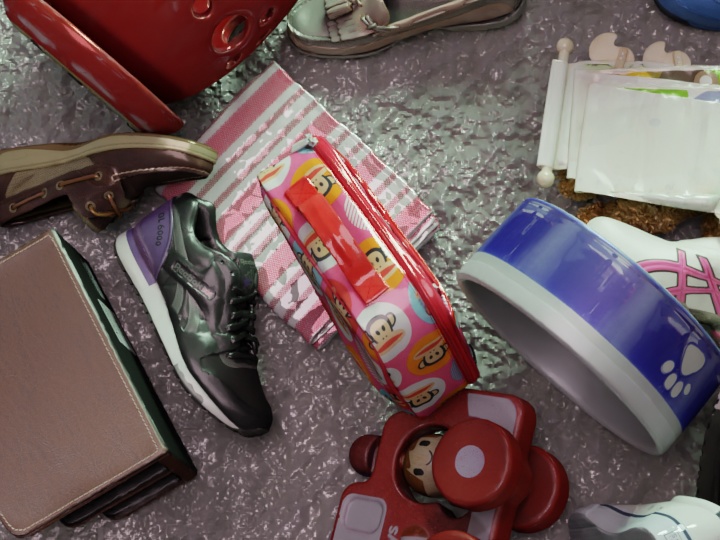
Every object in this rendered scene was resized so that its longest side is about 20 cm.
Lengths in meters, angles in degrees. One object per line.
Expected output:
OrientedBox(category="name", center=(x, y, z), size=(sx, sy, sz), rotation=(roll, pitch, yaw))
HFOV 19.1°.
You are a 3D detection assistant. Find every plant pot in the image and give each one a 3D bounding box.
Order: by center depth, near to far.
OrientedBox(category="plant pot", center=(-0.171, -0.223, 1.687), size=(0.200, 0.200, 0.183), rotation=(41, 89, 16))

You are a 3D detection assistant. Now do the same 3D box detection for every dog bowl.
OrientedBox(category="dog bowl", center=(0.169, 0.041, 1.566), size=(0.200, 0.200, 0.079), rotation=(41, 83, 16))

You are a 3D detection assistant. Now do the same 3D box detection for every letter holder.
OrientedBox(category="letter holder", center=(-0.241, 0.098, 1.649), size=(0.142, 0.101, 0.201), rotation=(-30, 73, 0))

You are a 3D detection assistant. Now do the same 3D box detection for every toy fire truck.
OrientedBox(category="toy fire truck", center=(0.053, 0.185, 1.598), size=(0.167, 0.112, 0.201), rotation=(6, 77, 31))

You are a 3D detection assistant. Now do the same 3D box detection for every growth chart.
OrientedBox(category="growth chart", center=(0.230, -0.105, 1.625), size=(0.199, 0.018, 0.146), rotation=(14, 70, 15))

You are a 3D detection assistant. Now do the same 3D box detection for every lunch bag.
OrientedBox(category="lunch bag", center=(0.000, 0.000, 1.570), size=(0.082, 0.176, 0.200), rotation=(-34, 59, -1))

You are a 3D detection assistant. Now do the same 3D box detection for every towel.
OrientedBox(category="towel", center=(-0.052, -0.053, 1.712), size=(0.146, 0.030, 0.200), rotation=(-45, 73, -4))

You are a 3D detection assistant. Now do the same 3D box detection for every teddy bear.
OrientedBox(category="teddy bear", center=(0.248, -0.077, 1.658), size=(0.198, 0.067, 0.146), rotation=(-1, 77, 8))

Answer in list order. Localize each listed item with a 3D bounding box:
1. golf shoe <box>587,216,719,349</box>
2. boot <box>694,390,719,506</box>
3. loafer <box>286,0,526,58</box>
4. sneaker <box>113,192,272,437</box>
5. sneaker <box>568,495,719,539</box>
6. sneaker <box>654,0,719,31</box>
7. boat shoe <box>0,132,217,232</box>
OrientedBox(category="golf shoe", center=(0.261, 0.004, 1.617), size=(0.199, 0.073, 0.092), rotation=(29, 91, -2))
OrientedBox(category="boot", center=(0.325, 0.170, 1.558), size=(0.157, 0.079, 0.213), rotation=(10, 100, 15))
OrientedBox(category="loafer", center=(0.034, -0.221, 1.727), size=(0.199, 0.063, 0.072), rotation=(-9, 74, 5))
OrientedBox(category="sneaker", center=(-0.112, 0.030, 1.658), size=(0.087, 0.076, 0.201), rotation=(-37, 73, 17))
OrientedBox(category="sneaker", center=(0.210, 0.198, 1.531), size=(0.070, 0.200, 0.074), rotation=(-16, 92, -16))
OrientedBox(category="sneaker", center=(0.329, -0.225, 1.684), size=(0.199, 0.078, 0.066), rotation=(8, 78, 11))
OrientedBox(category="boat shoe", center=(-0.205, -0.065, 1.704), size=(0.199, 0.072, 0.073), rotation=(-4, 80, 19))
